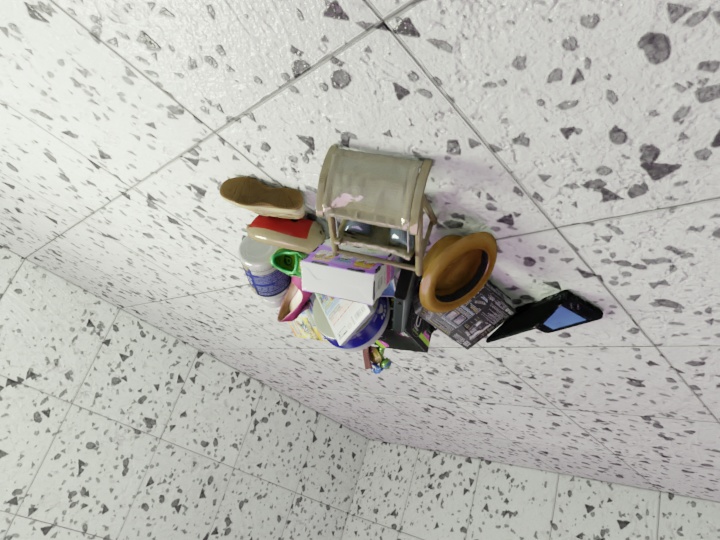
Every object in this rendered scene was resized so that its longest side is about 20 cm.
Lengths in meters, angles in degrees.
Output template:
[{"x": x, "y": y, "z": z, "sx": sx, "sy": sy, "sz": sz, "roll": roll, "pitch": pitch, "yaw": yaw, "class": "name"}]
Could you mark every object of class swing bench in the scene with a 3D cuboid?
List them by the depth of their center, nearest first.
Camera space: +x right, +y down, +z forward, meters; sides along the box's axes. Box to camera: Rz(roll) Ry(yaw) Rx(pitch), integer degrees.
[{"x": 0.033, "y": -0.112, "z": 1.023, "sx": 0.193, "sy": 0.133, "sz": 0.201, "roll": 12, "pitch": 155, "yaw": 18, "class": "swing bench"}]

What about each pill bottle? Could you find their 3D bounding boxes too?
[{"x": -0.244, "y": 0.004, "z": 1.450, "sx": 0.116, "sy": 0.122, "sz": 0.203, "roll": 12, "pitch": 142, "yaw": 17, "class": "pill bottle"}]

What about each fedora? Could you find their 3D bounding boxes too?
[{"x": 0.186, "y": -0.010, "z": 1.110, "sx": 0.082, "sy": 0.200, "sz": 0.201, "roll": 46, "pitch": 178, "yaw": 42, "class": "fedora"}]

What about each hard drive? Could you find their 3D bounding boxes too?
[{"x": 0.105, "y": 0.043, "z": 1.274, "sx": 0.032, "sy": 0.143, "sz": 0.201, "roll": 13, "pitch": 156, "yaw": 8, "class": "hard drive"}]

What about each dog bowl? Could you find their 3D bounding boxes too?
[{"x": -0.025, "y": 0.102, "z": 1.424, "sx": 0.195, "sy": 0.205, "sz": 0.079, "roll": 4, "pitch": 153, "yaw": 31, "class": "dog bowl"}]

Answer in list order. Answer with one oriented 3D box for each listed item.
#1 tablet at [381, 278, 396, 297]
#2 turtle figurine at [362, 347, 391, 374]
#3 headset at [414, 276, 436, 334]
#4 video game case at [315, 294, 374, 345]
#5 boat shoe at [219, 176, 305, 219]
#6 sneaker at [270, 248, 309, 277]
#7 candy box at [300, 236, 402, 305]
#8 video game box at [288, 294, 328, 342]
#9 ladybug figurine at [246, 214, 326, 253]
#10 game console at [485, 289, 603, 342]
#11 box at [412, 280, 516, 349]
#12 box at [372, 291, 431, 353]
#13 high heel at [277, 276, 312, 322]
[{"x": 0.000, "y": 0.000, "z": 1.339, "sx": 0.196, "sy": 0.014, "sz": 0.134, "roll": 0, "pitch": 111, "yaw": 38, "class": "tablet"}, {"x": 0.054, "y": 0.198, "z": 1.724, "sx": 0.193, "sy": 0.201, "sz": 0.144, "roll": 42, "pitch": -174, "yaw": 3, "class": "turtle figurine"}, {"x": 0.185, "y": 0.070, "z": 1.325, "sx": 0.120, "sy": 0.096, "sz": 0.203, "roll": 16, "pitch": 144, "yaw": 9, "class": "headset"}, {"x": -0.051, "y": 0.057, "z": 1.334, "sx": 0.018, "sy": 0.203, "sz": 0.144, "roll": -3, "pitch": 144, "yaw": -43, "class": "video game case"}, {"x": -0.218, "y": -0.151, "z": 1.209, "sx": 0.194, "sy": 0.073, "sz": 0.065, "roll": 15, "pitch": 155, "yaw": 10, "class": "boat shoe"}, {"x": -0.126, "y": -0.007, "z": 1.302, "sx": 0.193, "sy": 0.077, "sz": 0.083, "roll": 8, "pitch": -170, "yaw": 12, "class": "sneaker"}, {"x": -0.012, "y": -0.015, "z": 1.177, "sx": 0.163, "sy": 0.200, "sz": 0.074, "roll": 10, "pitch": 117, "yaw": 20, "class": "candy box"}, {"x": -0.168, "y": 0.108, "z": 1.599, "sx": 0.180, "sy": 0.046, "sz": 0.204, "roll": 2, "pitch": 122, "yaw": 51, "class": "video game box"}, {"x": -0.168, "y": -0.090, "z": 1.265, "sx": 0.193, "sy": 0.074, "sz": 0.136, "roll": 11, "pitch": -175, "yaw": -2, "class": "ladybug figurine"}, {"x": 0.415, "y": 0.130, "z": 1.242, "sx": 0.172, "sy": 0.119, "sz": 0.200, "roll": 26, "pitch": 156, "yaw": -14, "class": "game console"}, {"x": 0.240, "y": 0.082, "z": 1.264, "sx": 0.198, "sy": 0.050, "sz": 0.157, "roll": 33, "pitch": 118, "yaw": -29, "class": "box"}, {"x": 0.086, "y": 0.133, "z": 1.496, "sx": 0.195, "sy": 0.127, "sz": 0.148, "roll": 0, "pitch": 151, "yaw": 35, "class": "box"}, {"x": -0.181, "y": 0.068, "z": 1.433, "sx": 0.068, "sy": 0.094, "sz": 0.202, "roll": 53, "pitch": 157, "yaw": 20, "class": "high heel"}]
